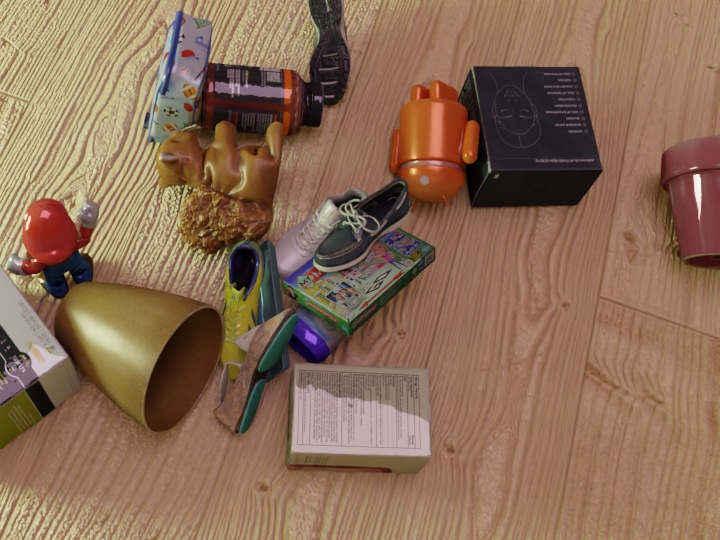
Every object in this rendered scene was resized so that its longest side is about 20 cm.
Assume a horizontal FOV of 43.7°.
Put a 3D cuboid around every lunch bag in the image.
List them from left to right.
[{"bbox_3d":[-0.286,-0.297,1.408,0.074,0.200,0.164,11,63,-18],"label":"lunch bag"}]

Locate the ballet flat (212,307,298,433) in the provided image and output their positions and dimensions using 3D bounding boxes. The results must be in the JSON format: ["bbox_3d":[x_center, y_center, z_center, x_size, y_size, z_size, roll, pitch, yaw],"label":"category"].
[{"bbox_3d":[-0.156,0.132,1.264,0.066,0.068,0.203,28,99,16],"label":"ballet flat"}]

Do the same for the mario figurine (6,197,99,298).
[{"bbox_3d":[-0.432,-0.044,1.267,0.104,0.201,0.125,24,64,3],"label":"mario figurine"}]

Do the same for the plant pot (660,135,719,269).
[{"bbox_3d":[0.592,-0.103,1.468,0.195,0.200,0.184,5,81,-6],"label":"plant pot"}]

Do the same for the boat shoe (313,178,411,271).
[{"bbox_3d":[0.005,-0.069,1.334,0.198,0.063,0.074,-34,51,-29],"label":"boat shoe"}]

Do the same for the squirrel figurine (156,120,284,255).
[{"bbox_3d":[-0.222,-0.129,1.366,0.182,0.142,0.205,8,72,-13],"label":"squirrel figurine"}]

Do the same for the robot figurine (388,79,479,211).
[{"bbox_3d":[0.118,-0.200,1.453,0.140,0.117,0.205,3,84,1],"label":"robot figurine"}]

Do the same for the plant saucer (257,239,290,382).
[{"bbox_3d":[-0.135,0.060,1.340,0.019,0.070,0.205,3,66,-33],"label":"plant saucer"}]

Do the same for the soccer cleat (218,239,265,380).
[{"bbox_3d":[-0.177,0.056,1.305,0.063,0.084,0.206,6,85,3],"label":"soccer cleat"}]

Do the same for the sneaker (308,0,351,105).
[{"bbox_3d":[-0.048,-0.383,1.548,0.072,0.079,0.206,-2,83,8],"label":"sneaker"}]

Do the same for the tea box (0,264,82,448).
[{"bbox_3d":[-0.520,0.123,1.216,0.195,0.134,0.201,-36,75,-22],"label":"tea box"}]

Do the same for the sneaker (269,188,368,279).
[{"bbox_3d":[-0.064,-0.067,1.389,0.078,0.100,0.199,43,67,12],"label":"sneaker"}]

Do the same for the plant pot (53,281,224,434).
[{"bbox_3d":[-0.321,0.098,1.247,0.197,0.188,0.188,23,64,17],"label":"plant pot"}]

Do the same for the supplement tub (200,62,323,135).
[{"bbox_3d":[-0.160,-0.276,1.462,0.195,0.107,0.109,3,65,-11],"label":"supplement tub"}]

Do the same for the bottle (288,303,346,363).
[{"bbox_3d":[-0.029,0.047,1.362,0.083,0.066,0.200,38,66,15],"label":"bottle"}]

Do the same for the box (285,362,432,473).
[{"bbox_3d":[-0.004,0.211,1.270,0.195,0.109,0.131,4,65,-7],"label":"box"}]

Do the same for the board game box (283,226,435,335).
[{"bbox_3d":[0.000,0.000,1.327,0.133,0.030,0.199,29,52,29],"label":"board game box"}]

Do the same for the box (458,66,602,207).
[{"bbox_3d":[0.275,-0.222,1.496,0.195,0.125,0.201,-1,65,-10],"label":"box"}]
